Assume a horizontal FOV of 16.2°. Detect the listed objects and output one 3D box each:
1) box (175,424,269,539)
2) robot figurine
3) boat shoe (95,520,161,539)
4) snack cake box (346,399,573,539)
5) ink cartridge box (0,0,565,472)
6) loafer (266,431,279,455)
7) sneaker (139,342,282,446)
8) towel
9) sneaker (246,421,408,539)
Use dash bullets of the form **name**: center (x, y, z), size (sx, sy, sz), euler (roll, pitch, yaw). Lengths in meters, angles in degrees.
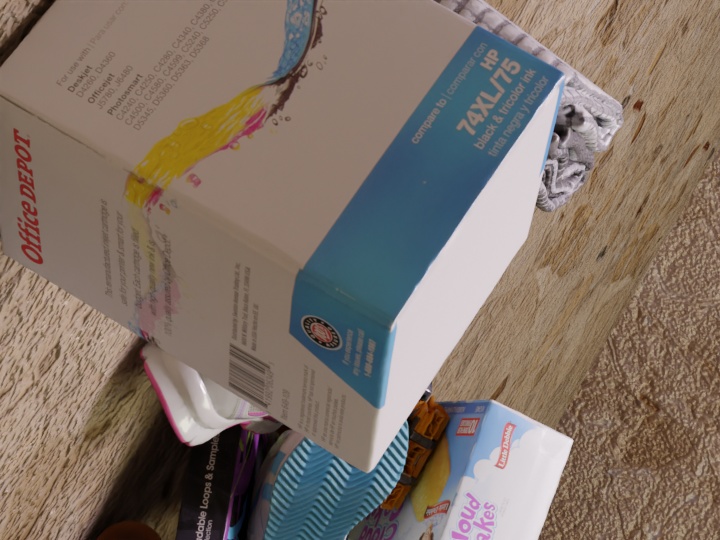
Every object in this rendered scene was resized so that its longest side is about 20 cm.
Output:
- **box**: center (-0.090, 0.162, 1.608), size (0.143, 0.036, 0.201), euler (82, 18, -72)
- **robot figurine**: center (-0.001, 0.092, 1.705), size (0.145, 0.058, 0.200), euler (-61, -154, 8)
- **boat shoe**: center (-0.177, 0.251, 1.565), size (0.200, 0.070, 0.070), euler (-56, 172, -19)
- **snack cake box**: center (0.057, 0.152, 1.688), size (0.115, 0.067, 0.200), euler (-67, -163, -12)
- **ink cartridge box**: center (-0.039, -0.044, 1.092), size (0.146, 0.200, 0.147), euler (-55, 168, -25)
- **loafer**: center (-0.049, 0.174, 1.743), size (0.200, 0.070, 0.070), euler (-90, -155, -62)
- **sneaker**: center (-0.049, 0.050, 1.496), size (0.088, 0.082, 0.200), euler (-27, 179, 19)
- **towel**: center (0.057, -0.108, 1.420), size (0.086, 0.165, 0.200), euler (-54, 169, 6)
- **sneaker**: center (-0.028, 0.125, 1.564), size (0.200, 0.076, 0.081), euler (118, -24, -43)
